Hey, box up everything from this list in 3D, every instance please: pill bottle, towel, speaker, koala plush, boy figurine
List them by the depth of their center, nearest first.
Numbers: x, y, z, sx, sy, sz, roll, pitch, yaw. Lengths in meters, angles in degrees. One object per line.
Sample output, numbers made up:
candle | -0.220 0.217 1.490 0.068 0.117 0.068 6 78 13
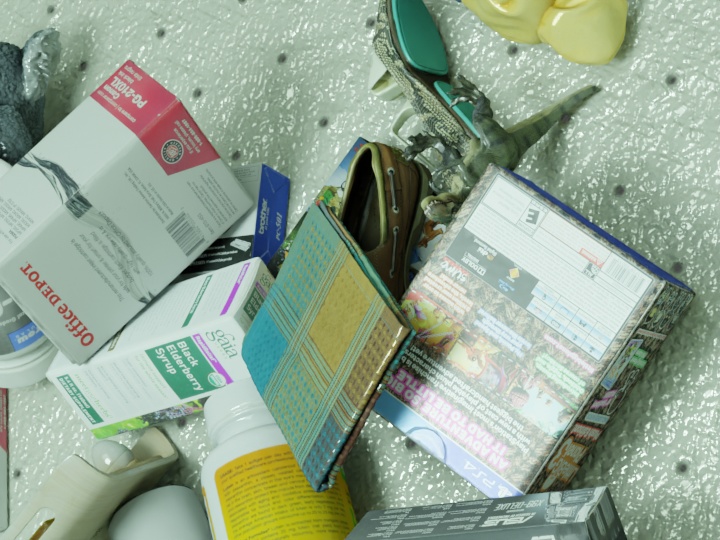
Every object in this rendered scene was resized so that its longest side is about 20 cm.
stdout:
towel | -0.027 0.053 1.584 0.147 0.022 0.200 -62 30 17
pill bottle | -0.061 0.187 1.656 0.111 0.111 0.200 -29 59 24
boy figurine | 0.115 -0.222 1.674 0.200 0.124 0.064 26 74 23
speaker | -0.129 0.271 1.696 0.081 0.081 0.200 -41 55 17
pill bottle | -0.316 0.005 1.835 0.114 0.200 0.114 -5 51 7
koala plush | -0.338 -0.126 1.941 0.177 0.184 0.200 -11 56 32

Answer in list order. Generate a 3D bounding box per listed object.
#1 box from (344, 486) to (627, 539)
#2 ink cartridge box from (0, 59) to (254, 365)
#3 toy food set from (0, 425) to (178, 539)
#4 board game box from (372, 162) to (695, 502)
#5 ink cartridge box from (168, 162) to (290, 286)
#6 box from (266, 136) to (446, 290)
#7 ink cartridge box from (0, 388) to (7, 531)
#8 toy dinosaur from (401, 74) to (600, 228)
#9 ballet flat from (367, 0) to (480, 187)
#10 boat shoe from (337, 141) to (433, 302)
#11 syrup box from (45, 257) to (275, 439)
box | 0.104 0.238 1.504 0.200 0.050 0.158 -9 111 33
ink cartridge box | -0.206 -0.045 1.731 0.200 0.145 0.084 -43 48 -8
toy food set | -0.234 0.193 1.737 0.060 0.200 0.144 42 101 10
board game box | 0.116 0.052 1.560 0.159 0.097 0.200 36 98 22
ink cartridge box | -0.157 -0.031 1.843 0.200 0.044 0.094 -7 68 34
box | 0.028 0.003 1.704 0.200 0.038 0.137 42 100 37
ink cartridge box | -0.403 0.147 1.859 0.085 0.200 0.146 -18 64 30
toy dinosaur | 0.090 -0.098 1.633 0.088 0.048 0.200 32 55 21
ballet flat | 0.048 -0.140 1.727 0.075 0.068 0.200 -44 57 26
boat shoe | 0.000 0.000 1.656 0.072 0.068 0.200 -2 73 35
syrup box | -0.150 0.065 1.764 0.200 0.079 0.082 -17 32 32
